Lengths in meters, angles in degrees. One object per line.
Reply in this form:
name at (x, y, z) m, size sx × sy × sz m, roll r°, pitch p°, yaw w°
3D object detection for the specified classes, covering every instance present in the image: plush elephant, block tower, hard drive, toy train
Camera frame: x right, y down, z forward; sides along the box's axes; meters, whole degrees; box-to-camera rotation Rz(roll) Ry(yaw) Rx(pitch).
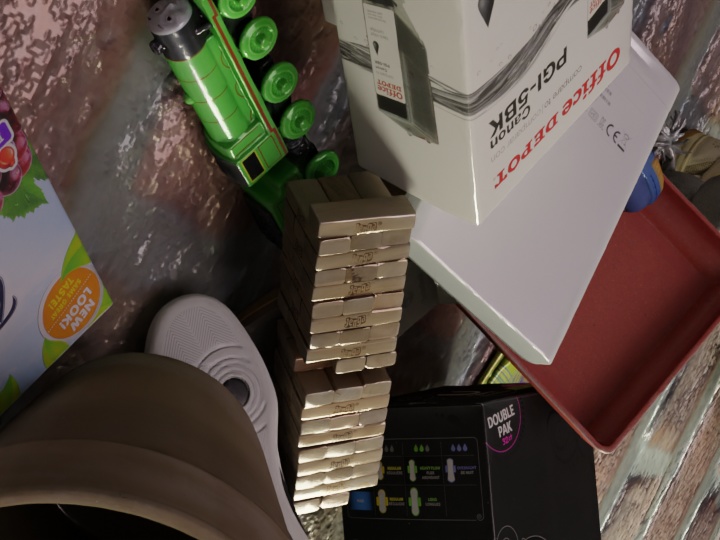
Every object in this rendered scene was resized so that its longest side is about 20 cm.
plush elephant at (0.231, -0.012, 1.057) m, size 0.155 × 0.163 × 0.202 m, roll -40°, pitch 113°, yaw -53°
block tower at (-0.014, 0.039, 0.756) m, size 0.053 × 0.058 × 0.201 m, roll -8°, pitch 130°, yaw -20°
hard drive at (0.106, -0.066, 0.806) m, size 0.132 × 0.027 × 0.201 m, roll 40°, pitch 67°, yaw -29°
toy train at (-0.055, -0.079, 0.708) m, size 0.056 × 0.042 × 0.201 m, roll -43°, pitch 143°, yaw -12°

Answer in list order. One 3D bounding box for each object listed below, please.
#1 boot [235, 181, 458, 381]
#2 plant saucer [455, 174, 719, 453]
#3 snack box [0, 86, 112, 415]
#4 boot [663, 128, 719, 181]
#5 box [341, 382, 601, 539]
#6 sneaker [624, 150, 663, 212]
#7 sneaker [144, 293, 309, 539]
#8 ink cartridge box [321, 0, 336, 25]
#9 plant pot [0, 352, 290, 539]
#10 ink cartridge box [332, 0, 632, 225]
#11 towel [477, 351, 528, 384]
boot at (0.000, 0.000, 0.825) m, size 0.199 × 0.076 × 0.074 m, roll -26°, pitch 141°, yaw -20°
plant saucer at (0.141, -0.006, 0.928) m, size 0.199 × 0.200 × 0.037 m, roll -42°, pitch 175°, yaw -32°
snack box at (-0.204, 0.028, 0.555) m, size 0.200 × 0.053 × 0.143 m, roll -47°, pitch 146°, yaw -24°
boot at (0.306, 0.000, 1.166) m, size 0.073 × 0.155 × 0.202 m, roll 5°, pitch 108°, yaw -56°
box at (0.077, 0.181, 0.931) m, size 0.148 × 0.123 × 0.202 m, roll -2°, pitch 87°, yaw -54°
sneaker at (0.110, -0.081, 0.881) m, size 0.199 × 0.075 × 0.089 m, roll 35°, pitch 83°, yaw -30°
sneaker at (-0.086, 0.113, 0.775) m, size 0.073 × 0.112 × 0.202 m, roll -20°, pitch 96°, yaw -24°
ink cartridge box at (0.031, -0.197, 0.719) m, size 0.200 × 0.067 × 0.116 m, roll -47°, pitch 145°, yaw -26°
plant pot at (-0.110, 0.131, 0.617) m, size 0.174 × 0.198 × 0.202 m, roll -89°, pitch -173°, yaw -64°
ink cartridge box at (0.061, -0.145, 0.651) m, size 0.147 × 0.082 × 0.201 m, roll -46°, pitch 149°, yaw -25°
towel at (0.135, 0.127, 1.135) m, size 0.144 × 0.023 × 0.200 m, roll -57°, pitch 147°, yaw -10°
